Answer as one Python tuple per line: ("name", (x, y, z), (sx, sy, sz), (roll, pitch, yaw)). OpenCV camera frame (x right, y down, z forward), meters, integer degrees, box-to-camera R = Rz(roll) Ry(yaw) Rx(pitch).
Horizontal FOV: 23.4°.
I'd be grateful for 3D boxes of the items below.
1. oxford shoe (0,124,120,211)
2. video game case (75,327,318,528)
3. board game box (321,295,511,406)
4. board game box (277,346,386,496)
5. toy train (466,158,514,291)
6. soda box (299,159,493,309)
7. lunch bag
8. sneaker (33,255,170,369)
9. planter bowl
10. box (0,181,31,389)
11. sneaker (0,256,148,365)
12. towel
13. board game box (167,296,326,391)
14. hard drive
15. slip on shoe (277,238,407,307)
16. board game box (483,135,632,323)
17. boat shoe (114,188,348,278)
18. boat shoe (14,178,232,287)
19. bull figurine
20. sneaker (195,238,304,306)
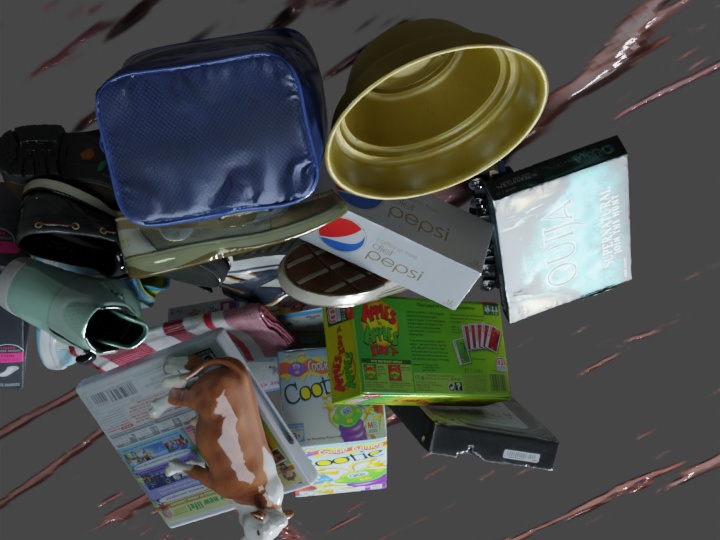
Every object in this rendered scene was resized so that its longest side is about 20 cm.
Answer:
("oxford shoe", (-0.225, -0.084, 1.579), (0.199, 0.073, 0.084), (7, 148, 4))
("video game case", (-0.164, 0.160, 1.728), (0.200, 0.022, 0.182), (-21, 108, 34))
("board game box", (0.058, 0.081, 1.733), (0.200, 0.102, 0.048), (5, 162, -39))
("board game box", (-0.028, 0.159, 1.815), (0.105, 0.103, 0.200), (-6, 158, -1))
("toy train", (0.129, -0.047, 1.677), (0.046, 0.034, 0.200), (-9, 143, 1))
("soda box", (0.018, -0.044, 1.603), (0.200, 0.068, 0.064), (25, 138, -7))
("lunch bag", (-0.127, -0.122, 1.465), (0.199, 0.132, 0.136), (-7, 107, 8))
("sneaker", (-0.254, 0.034, 1.719), (0.130, 0.080, 0.200), (2, 143, -5))
("planter bowl", (0.052, -0.153, 1.473), (0.200, 0.084, 0.201), (-16, 150, -9))
("box", (-0.377, 0.015, 1.662), (0.122, 0.106, 0.200), (3, 142, -8))
("sneaker", (-0.229, 0.050, 1.561), (0.118, 0.074, 0.200), (27, -178, 25))
("towel", (-0.171, 0.078, 1.736), (0.200, 0.023, 0.144), (-12, 160, 12))
("board game box", (-0.087, 0.074, 1.819), (0.199, 0.034, 0.135), (-9, 142, 8))
("hard drive", (0.111, 0.153, 1.825), (0.139, 0.200, 0.038), (10, 99, -16))
("slip on shoe", (0.000, 0.000, 1.649), (0.200, 0.076, 0.061), (-20, 157, -41))
("board game box", (0.193, -0.036, 1.674), (0.135, 0.028, 0.200), (-20, 143, -4))
("boat shoe", (-0.111, -0.045, 1.517), (0.200, 0.063, 0.073), (-15, -179, -5))
("boat shoe", (-0.212, -0.018, 1.559), (0.201, 0.063, 0.074), (19, 147, -20))
("bull figurine", (-0.131, 0.169, 1.659), (0.121, 0.065, 0.200), (4, 113, 29))
("sneaker", (-0.123, -0.007, 1.674), (0.199, 0.079, 0.080), (2, 137, -10))
